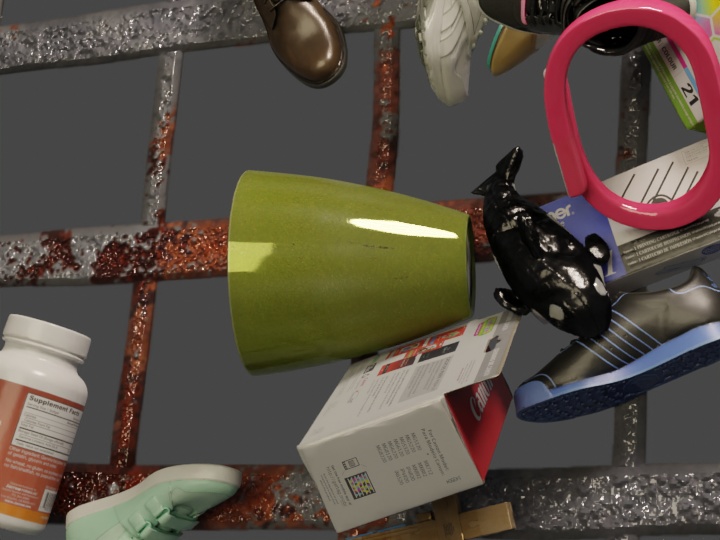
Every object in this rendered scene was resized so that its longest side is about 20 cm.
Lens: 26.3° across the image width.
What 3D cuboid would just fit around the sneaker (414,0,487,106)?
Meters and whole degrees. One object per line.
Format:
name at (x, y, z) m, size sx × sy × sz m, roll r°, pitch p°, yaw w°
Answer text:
sneaker at (0.099, -0.247, 1.418) m, size 0.099 × 0.200 × 0.078 m, roll -7°, pitch 29°, yaw -2°

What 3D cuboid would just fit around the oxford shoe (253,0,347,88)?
oxford shoe at (-0.078, -0.265, 1.540) m, size 0.073 × 0.084 × 0.200 m, roll -35°, pitch 64°, yaw 9°

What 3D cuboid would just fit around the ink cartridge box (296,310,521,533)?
ink cartridge box at (0.062, 0.118, 1.279) m, size 0.176 × 0.200 × 0.084 m, roll -21°, pitch 100°, yaw 18°

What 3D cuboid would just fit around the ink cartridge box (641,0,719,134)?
ink cartridge box at (0.340, -0.229, 1.303) m, size 0.200 × 0.076 × 0.148 m, roll -41°, pitch 59°, yaw 33°

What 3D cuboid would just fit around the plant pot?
plant pot at (0.000, 0.000, 1.378) m, size 0.200 × 0.187 × 0.187 m, roll -1°, pitch 72°, yaw 10°

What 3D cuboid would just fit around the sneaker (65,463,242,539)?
sneaker at (-0.186, 0.256, 1.424) m, size 0.200 × 0.074 × 0.118 m, roll -25°, pitch 58°, yaw 26°

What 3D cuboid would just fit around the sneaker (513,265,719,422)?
sneaker at (0.218, 0.064, 1.310) m, size 0.200 × 0.070 × 0.078 m, roll -22°, pitch 61°, yaw 11°

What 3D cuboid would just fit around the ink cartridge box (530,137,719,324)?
ink cartridge box at (0.233, -0.033, 1.343) m, size 0.200 × 0.044 × 0.094 m, roll -23°, pitch 64°, yaw 17°

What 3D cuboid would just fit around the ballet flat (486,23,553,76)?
ballet flat at (0.182, -0.266, 1.433) m, size 0.063 × 0.069 × 0.200 m, roll 22°, pitch 85°, yaw 14°

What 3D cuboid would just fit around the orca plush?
orca plush at (0.153, -0.034, 1.303) m, size 0.105 × 0.071 × 0.200 m, roll -14°, pitch 52°, yaw 4°

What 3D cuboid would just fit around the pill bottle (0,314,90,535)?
pill bottle at (-0.335, 0.150, 1.507) m, size 0.112 × 0.112 × 0.200 m, roll 10°, pitch 78°, yaw 27°

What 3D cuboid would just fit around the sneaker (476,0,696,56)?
sneaker at (0.174, -0.227, 1.308) m, size 0.200 × 0.099 × 0.071 m, roll 11°, pitch 111°, yaw 30°

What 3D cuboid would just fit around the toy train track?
toy train track at (0.047, 0.236, 1.353) m, size 0.200 × 0.033 × 0.115 m, roll -18°, pitch 74°, yaw 25°

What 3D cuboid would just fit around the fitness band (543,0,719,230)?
fitness band at (0.228, -0.125, 1.259) m, size 0.144 × 0.037 × 0.200 m, roll -10°, pitch 114°, yaw 18°
